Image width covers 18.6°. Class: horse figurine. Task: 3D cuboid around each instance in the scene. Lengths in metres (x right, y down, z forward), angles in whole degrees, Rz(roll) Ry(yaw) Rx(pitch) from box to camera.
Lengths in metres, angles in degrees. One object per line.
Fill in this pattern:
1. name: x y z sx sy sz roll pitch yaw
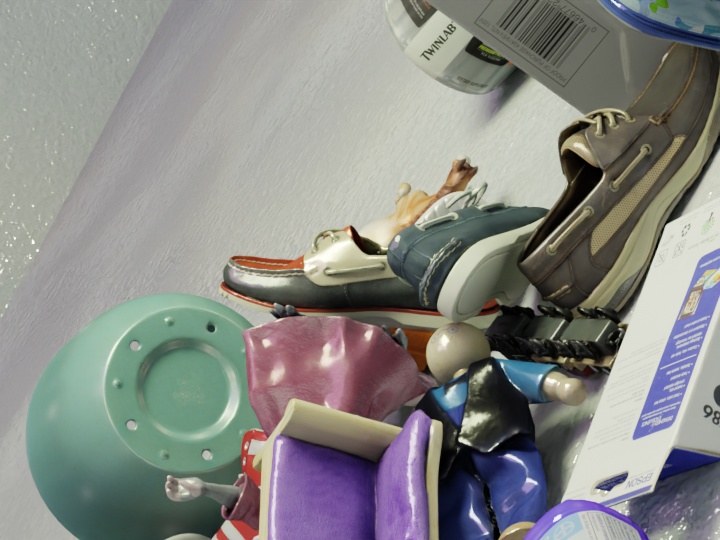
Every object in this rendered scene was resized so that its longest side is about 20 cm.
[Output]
1. horse figurine: 0.013 -0.021 1.654 0.200 0.050 0.133 -36 11 8

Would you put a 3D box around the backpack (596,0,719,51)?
1. backpack: 0.216 -0.206 1.265 0.200 0.182 0.147 -100 22 -63

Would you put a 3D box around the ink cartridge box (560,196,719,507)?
1. ink cartridge box: 0.170 0.050 1.158 0.099 0.039 0.200 -30 30 59

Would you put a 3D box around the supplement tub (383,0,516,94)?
1. supplement tub: 0.118 -0.244 1.722 0.200 0.122 0.123 -48 18 34

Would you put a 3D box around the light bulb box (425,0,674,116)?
1. light bulb box: 0.137 -0.216 1.469 0.125 0.198 0.200 -50 16 21

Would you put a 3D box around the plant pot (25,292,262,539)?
1. plant pot: -0.142 0.106 1.650 0.201 0.200 0.161 -64 6 -22

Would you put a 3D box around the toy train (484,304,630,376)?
1. toy train: 0.121 0.044 1.305 0.034 0.046 0.200 -53 12 -10

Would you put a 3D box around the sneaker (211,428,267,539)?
1. sneaker: -0.081 0.187 1.567 0.200 0.071 0.113 -37 39 35

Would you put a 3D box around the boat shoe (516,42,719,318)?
1. boat shoe: 0.160 -0.065 1.342 0.200 0.073 0.074 -63 17 -18

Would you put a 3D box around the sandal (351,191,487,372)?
1. sandal: 0.025 0.034 1.577 0.207 0.079 0.059 -49 7 -12

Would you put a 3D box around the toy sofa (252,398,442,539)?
1. toy sofa: -0.011 0.168 1.222 0.098 0.083 0.201 125 154 -47

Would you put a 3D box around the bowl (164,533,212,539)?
1. bowl: -0.101 0.274 1.384 0.201 0.090 0.202 -40 -41 -46

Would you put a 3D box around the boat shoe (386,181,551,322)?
1. boat shoe: 0.074 -0.013 1.387 0.200 0.062 0.075 -24 -36 -62

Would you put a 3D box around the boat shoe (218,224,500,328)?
1. boat shoe: 0.000 0.000 1.499 0.071 0.199 0.063 -43 -45 -68

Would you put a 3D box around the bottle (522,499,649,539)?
1. bottle: 0.114 0.183 1.021 0.084 0.065 0.200 -58 15 17

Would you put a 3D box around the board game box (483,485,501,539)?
1. board game box: 0.029 0.199 1.320 0.135 0.028 0.200 -34 28 54

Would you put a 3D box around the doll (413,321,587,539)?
1. doll: 0.073 0.102 1.272 0.136 0.048 0.200 -36 34 18

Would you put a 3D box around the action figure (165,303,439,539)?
1. action figure: -0.035 0.128 1.444 0.133 0.149 0.201 -4 62 22
